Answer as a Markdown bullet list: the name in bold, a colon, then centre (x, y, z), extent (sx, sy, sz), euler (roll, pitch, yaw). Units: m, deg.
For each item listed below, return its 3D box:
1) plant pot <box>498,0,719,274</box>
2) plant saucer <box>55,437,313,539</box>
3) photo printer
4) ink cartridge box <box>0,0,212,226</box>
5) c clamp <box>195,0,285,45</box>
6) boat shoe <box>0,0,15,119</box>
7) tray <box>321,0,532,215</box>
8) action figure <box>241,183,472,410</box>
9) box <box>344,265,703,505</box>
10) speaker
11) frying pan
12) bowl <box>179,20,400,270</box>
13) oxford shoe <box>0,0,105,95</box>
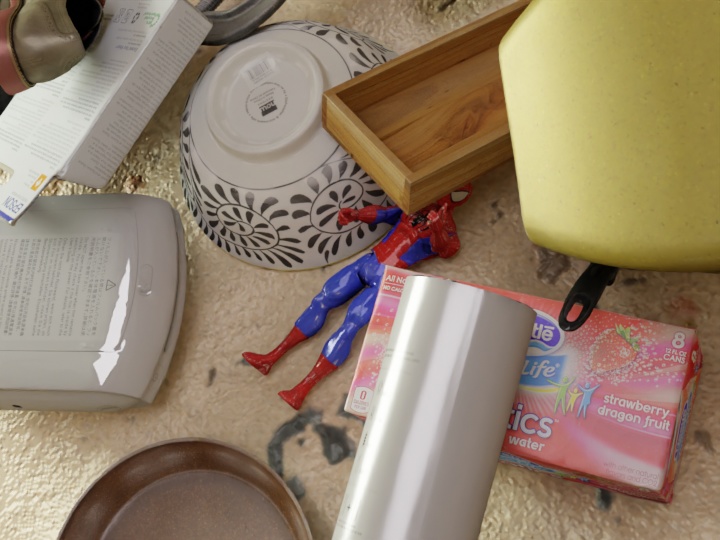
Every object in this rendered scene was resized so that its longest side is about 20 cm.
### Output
- **plant pot**: centre (0.191, -0.086, 0.650), extent (0.200, 0.195, 0.194), euler (-11, 84, 32)
- **plant saucer**: centre (-0.118, 0.215, 0.821), extent (0.200, 0.034, 0.200), euler (-6, 70, 17)
- **photo printer**: centre (-0.226, 0.023, 0.901), extent (0.200, 0.069, 0.167), euler (-1, 70, 17)
- **ink cartridge box**: centre (-0.216, -0.122, 0.911), extent (0.200, 0.041, 0.200), euler (-55, 33, -7)
- **c clamp**: centre (-0.087, -0.231, 0.936), extent (0.200, 0.027, 0.171), euler (-48, 30, -12)
- **boat shoe**: centre (-0.333, -0.188, 1.012), extent (0.076, 0.060, 0.200), euler (-18, 67, 10)
- **tray**: centre (0.083, -0.119, 0.821), extent (0.200, 0.037, 0.099), euler (-29, 58, -22)
- **action figure**: centre (0.000, 0.000, 0.825), extent (0.200, 0.099, 0.065), euler (-45, 66, -4)
- **box**: centre (0.106, 0.071, 0.763), extent (0.200, 0.095, 0.103), euler (13, 78, 21)
- **speaker**: centre (0.037, 0.106, 0.681), extent (0.081, 0.081, 0.200), euler (12, 81, 21)
- **frying pan**: centre (0.175, -0.013, 0.760), extent (0.115, 0.031, 0.190), euler (4, 39, 2)
- **bowl**: centre (-0.055, -0.108, 0.874), extent (0.201, 0.094, 0.201), euler (-4, 72, 13)
- **oxford shoe**: centre (-0.225, -0.194, 0.916), extent (0.075, 0.070, 0.200), euler (-13, 37, 4)
